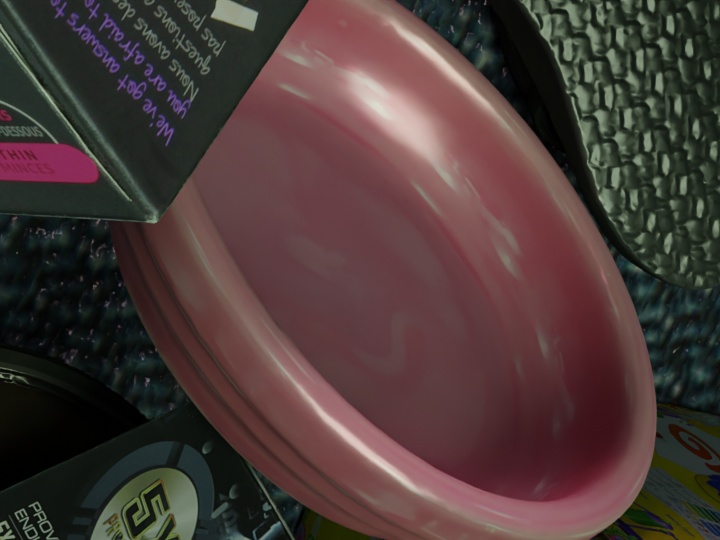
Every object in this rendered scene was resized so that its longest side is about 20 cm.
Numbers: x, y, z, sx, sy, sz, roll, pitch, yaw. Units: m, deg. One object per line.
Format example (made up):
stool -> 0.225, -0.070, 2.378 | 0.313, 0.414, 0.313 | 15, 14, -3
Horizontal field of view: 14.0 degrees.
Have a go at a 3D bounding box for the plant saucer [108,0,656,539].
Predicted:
plant saucer -> 0.000, 0.000, 0.838 | 0.200, 0.201, 0.051 | 27, 127, -36

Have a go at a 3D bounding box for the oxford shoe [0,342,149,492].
oxford shoe -> -0.135, 0.060, 0.831 | 0.199, 0.085, 0.073 | 17, 147, -34

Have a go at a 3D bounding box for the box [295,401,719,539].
box -> 0.104, 0.131, 0.938 | 0.192, 0.200, 0.123 | 13, 106, -32

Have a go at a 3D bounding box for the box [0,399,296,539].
box -> -0.043, 0.160, 0.844 | 0.086, 0.164, 0.200 | -25, 154, -17

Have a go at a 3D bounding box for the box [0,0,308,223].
box -> -0.068, -0.118, 0.724 | 0.200, 0.122, 0.106 | -57, 132, -30

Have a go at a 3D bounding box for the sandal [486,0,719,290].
sandal -> 0.070, -0.084, 0.916 | 0.075, 0.048, 0.201 | -38, 112, -15
